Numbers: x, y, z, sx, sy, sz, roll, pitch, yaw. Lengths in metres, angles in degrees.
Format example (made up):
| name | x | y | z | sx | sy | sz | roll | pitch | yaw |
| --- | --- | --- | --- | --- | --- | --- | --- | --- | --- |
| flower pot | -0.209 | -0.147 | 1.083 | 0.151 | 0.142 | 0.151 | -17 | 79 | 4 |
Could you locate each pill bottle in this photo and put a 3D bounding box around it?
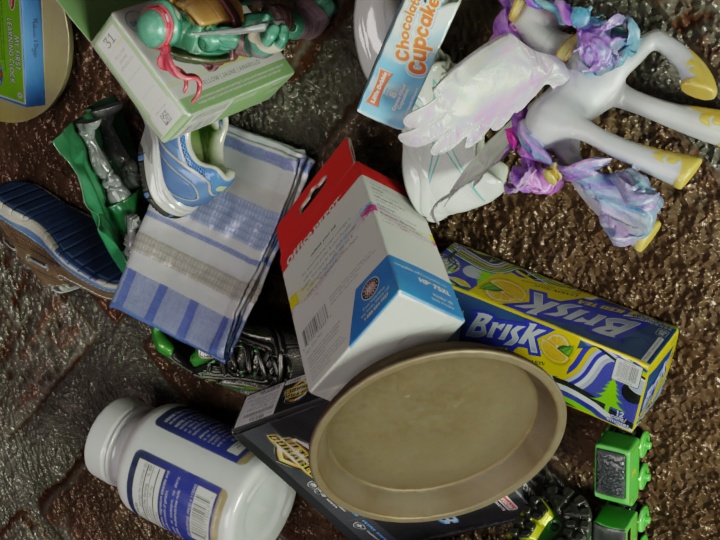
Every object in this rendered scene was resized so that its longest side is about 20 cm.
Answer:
| name | x | y | z | sx | sy | sz | roll | pitch | yaw |
| --- | --- | --- | --- | --- | --- | --- | --- | --- | --- |
| pill bottle | -0.175 | 0.203 | 1.185 | 0.199 | 0.120 | 0.120 | 20 | 122 | 27 |

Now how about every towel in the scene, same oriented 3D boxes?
| name | x | y | z | sx | sy | sz | roll | pitch | yaw |
| --- | --- | --- | --- | --- | --- | --- | --- | --- | --- |
| towel | -0.137 | -0.034 | 1.047 | 0.146 | 0.024 | 0.201 | 24 | 92 | 26 |

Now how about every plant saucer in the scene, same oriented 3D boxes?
| name | x | y | z | sx | sy | sz | roll | pitch | yaw |
| --- | --- | --- | --- | --- | --- | --- | --- | --- | --- |
| plant saucer | 0.057 | 0.122 | 0.893 | 0.199 | 0.030 | 0.201 | -6 | 134 | -6 |

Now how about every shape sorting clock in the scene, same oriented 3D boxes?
| name | x | y | z | sx | sy | sz | roll | pitch | yaw |
| --- | --- | --- | --- | --- | --- | --- | --- | --- | --- |
| shape sorting clock | -0.361 | -0.245 | 1.155 | 0.199 | 0.039 | 0.201 | 14 | 117 | 29 |

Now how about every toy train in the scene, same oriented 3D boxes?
| name | x | y | z | sx | sy | sz | roll | pitch | yaw |
| --- | --- | --- | --- | --- | --- | --- | --- | --- | --- |
| toy train | 0.212 | 0.217 | 0.961 | 0.042 | 0.056 | 0.201 | 9 | 116 | 29 |

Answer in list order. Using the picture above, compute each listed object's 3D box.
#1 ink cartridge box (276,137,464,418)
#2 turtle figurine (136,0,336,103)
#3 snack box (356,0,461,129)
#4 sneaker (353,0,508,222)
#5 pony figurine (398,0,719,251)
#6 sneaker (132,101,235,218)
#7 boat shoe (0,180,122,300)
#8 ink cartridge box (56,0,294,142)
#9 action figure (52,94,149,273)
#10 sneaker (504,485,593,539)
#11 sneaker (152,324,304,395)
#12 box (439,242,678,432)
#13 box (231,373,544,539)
| name | x | y | z | sx | sy | sz | roll | pitch | yaw |
| --- | --- | --- | --- | --- | --- | --- | --- | --- | --- |
| ink cartridge box | 0.000 | 0.000 | 0.928 | 0.067 | 0.201 | 0.116 | 24 | 121 | -30 |
| turtle figurine | -0.110 | -0.203 | 0.891 | 0.150 | 0.200 | 0.101 | 49 | 122 | 7 |
| snack box | 0.054 | -0.198 | 0.794 | 0.037 | 0.116 | 0.201 | 24 | 103 | -3 |
| sneaker | 0.057 | -0.138 | 0.901 | 0.080 | 0.070 | 0.201 | -11 | 112 | 32 |
| pony figurine | 0.134 | -0.106 | 0.799 | 0.200 | 0.193 | 0.167 | 38 | 169 | 16 |
| sneaker | -0.152 | -0.150 | 1.017 | 0.077 | 0.076 | 0.201 | -15 | 85 | 33 |
| boat shoe | -0.301 | -0.019 | 1.208 | 0.200 | 0.072 | 0.073 | 35 | 133 | 29 |
| ink cartridge box | -0.164 | -0.212 | 0.964 | 0.048 | 0.145 | 0.200 | -38 | 87 | 40 |
| action figure | -0.216 | -0.056 | 1.116 | 0.054 | 0.118 | 0.201 | -6 | 117 | 25 |
| sneaker | 0.133 | 0.279 | 0.956 | 0.078 | 0.200 | 0.085 | 29 | 161 | 42 |
| sneaker | -0.109 | 0.085 | 1.083 | 0.199 | 0.085 | 0.079 | 11 | 90 | 29 |
| box | 0.140 | 0.049 | 0.923 | 0.199 | 0.070 | 0.065 | 23 | 124 | 25 |
| box | 0.024 | 0.159 | 1.017 | 0.198 | 0.050 | 0.200 | -21 | 124 | 36 |
